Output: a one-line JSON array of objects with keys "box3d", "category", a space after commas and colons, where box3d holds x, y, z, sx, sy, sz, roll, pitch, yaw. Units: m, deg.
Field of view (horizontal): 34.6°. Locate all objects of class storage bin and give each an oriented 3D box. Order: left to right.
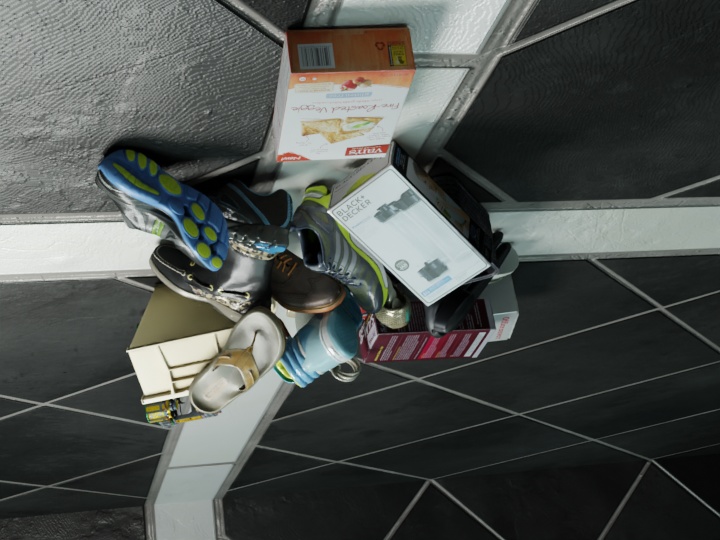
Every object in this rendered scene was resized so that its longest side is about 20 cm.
[{"box3d": [-0.228, 0.089, 1.731, 0.197, 0.200, 0.094, -11, 116, 9], "category": "storage bin"}, {"box3d": [0.107, -0.048, 1.662, 0.135, 0.094, 0.200, -16, 159, 19], "category": "storage bin"}]

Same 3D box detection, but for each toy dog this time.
[{"box3d": [-0.073, 0.082, 1.837, 0.131, 0.200, 0.097, -4, 131, -16], "category": "toy dog"}]

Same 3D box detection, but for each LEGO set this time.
[{"box3d": [-0.297, 0.170, 1.933, 0.115, 0.201, 0.154, -11, 154, 0], "category": "LEGO set"}]

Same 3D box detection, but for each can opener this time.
[{"box3d": [0.168, 0.024, 1.774, 0.078, 0.200, 0.064, 20, 149, 40], "category": "can opener"}]

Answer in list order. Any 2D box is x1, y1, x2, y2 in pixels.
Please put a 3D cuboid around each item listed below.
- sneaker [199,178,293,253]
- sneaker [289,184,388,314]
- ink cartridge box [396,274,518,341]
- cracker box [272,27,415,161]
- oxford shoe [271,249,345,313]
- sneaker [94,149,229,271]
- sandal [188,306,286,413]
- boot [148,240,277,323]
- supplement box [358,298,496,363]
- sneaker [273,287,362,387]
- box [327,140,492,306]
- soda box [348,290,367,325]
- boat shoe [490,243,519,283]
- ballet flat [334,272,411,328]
[{"box3d": [-0.184, -0.078, 1.512, 0.199, 0.082, 0.073, 10, 168, 5], "category": "sneaker"}, {"box3d": [-0.035, -0.015, 1.569, 0.074, 0.081, 0.200, -8, 123, 49], "category": "sneaker"}, {"box3d": [0.162, 0.072, 2.006, 0.199, 0.084, 0.145, -7, 158, -3], "category": "ink cartridge box"}, {"box3d": [-0.023, -0.191, 1.285, 0.133, 0.058, 0.200, -4, 159, -10], "category": "cracker box"}, {"box3d": [-0.111, 0.003, 1.640, 0.199, 0.071, 0.073, 19, 151, 29], "category": "oxford shoe"}, {"box3d": [-0.243, -0.074, 1.433, 0.199, 0.071, 0.083, 40, 148, -23], "category": "sneaker"}, {"box3d": [-0.174, 0.135, 1.604, 0.200, 0.080, 0.054, -46, -173, 23], "category": "sandal"}, {"box3d": [-0.199, -0.023, 1.611, 0.073, 0.199, 0.151, -39, 153, -49], "category": "boot"}, {"box3d": [0.106, 0.098, 1.872, 0.199, 0.061, 0.109, -2, 151, -16], "category": "supplement box"}, {"box3d": [-0.069, 0.093, 1.672, 0.130, 0.080, 0.200, -35, -166, 17], "category": "sneaker"}, {"box3d": [0.065, -0.058, 1.502, 0.116, 0.060, 0.200, -33, 116, 28], "category": "box"}, {"box3d": [-0.003, 0.032, 1.854, 0.063, 0.071, 0.200, -18, 158, 15], "category": "soda box"}, {"box3d": [0.153, 0.002, 1.841, 0.199, 0.071, 0.064, -4, 158, -16], "category": "boat shoe"}, {"box3d": [0.000, 0.000, 1.659, 0.068, 0.200, 0.075, -40, 160, -24], "category": "ballet flat"}]
